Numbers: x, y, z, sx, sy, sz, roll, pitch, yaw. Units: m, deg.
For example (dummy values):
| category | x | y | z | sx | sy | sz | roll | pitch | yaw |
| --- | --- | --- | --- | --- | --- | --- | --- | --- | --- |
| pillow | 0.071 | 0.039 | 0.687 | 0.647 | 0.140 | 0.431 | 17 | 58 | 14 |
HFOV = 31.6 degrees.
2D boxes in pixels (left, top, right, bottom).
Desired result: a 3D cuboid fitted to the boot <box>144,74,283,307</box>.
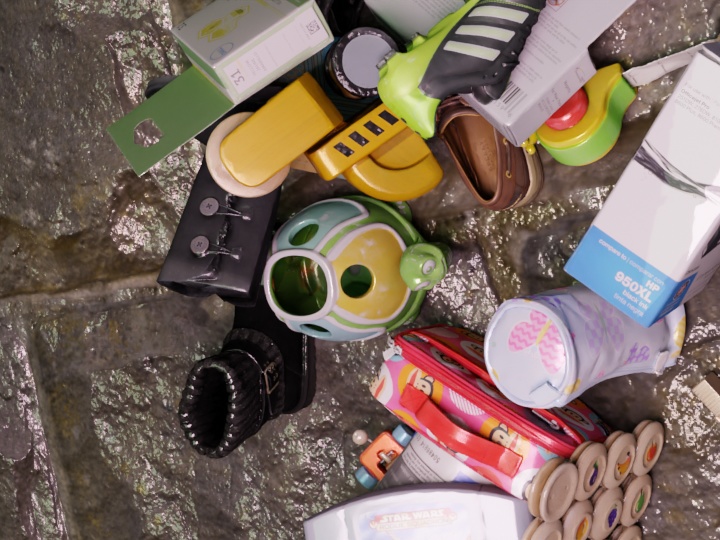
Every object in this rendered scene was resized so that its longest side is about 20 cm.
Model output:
| category | x | y | z | sx | sy | sz | roll | pitch | yaw |
| --- | --- | --- | --- | --- | --- | --- | --- | --- | --- |
| boot | -0.148 | -0.075 | 1.173 | 0.165 | 0.066 | 0.200 | 7 | 79 | 25 |

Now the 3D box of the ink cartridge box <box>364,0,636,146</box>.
| category | x | y | z | sx | sy | sz | roll | pitch | yaw |
| --- | --- | --- | --- | --- | --- | --- | --- | --- | --- |
| ink cartridge box | 0.126 | -0.228 | 1.066 | 0.174 | 0.044 | 0.200 | -43 | 60 | 1 |

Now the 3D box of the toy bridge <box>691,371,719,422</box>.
| category | x | y | z | sx | sy | sz | roll | pitch | yaw |
| --- | --- | --- | --- | --- | --- | --- | --- | --- | --- |
| toy bridge | 0.355 | 0.061 | 1.018 | 0.067 | 0.027 | 0.200 | 49 | 122 | 14 |

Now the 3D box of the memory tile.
| category | x | y | z | sx | sy | sz | roll | pitch | yaw |
| --- | --- | --- | --- | --- | --- | --- | --- | --- | --- |
| memory tile | 0.191 | 0.208 | 1.055 | 0.017 | 0.200 | 0.153 | 21 | 110 | 38 |

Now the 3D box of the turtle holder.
| category | x | y | z | sx | sy | sz | roll | pitch | yaw |
| --- | --- | --- | --- | --- | --- | --- | --- | --- | --- |
| turtle holder | -0.005 | 0.009 | 1.182 | 0.185 | 0.132 | 0.141 | 26 | 113 | 27 |

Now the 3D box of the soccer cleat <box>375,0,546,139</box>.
| category | x | y | z | sx | sy | sz | roll | pitch | yaw |
| --- | --- | --- | --- | --- | --- | --- | --- | --- | --- |
| soccer cleat | 0.103 | -0.183 | 1.003 | 0.200 | 0.068 | 0.081 | -39 | 94 | -7 |

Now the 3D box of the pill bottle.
| category | x | y | z | sx | sy | sz | roll | pitch | yaw |
| --- | --- | --- | --- | --- | --- | --- | --- | --- | --- |
| pill bottle | 0.050 | 0.243 | 1.160 | 0.114 | 0.114 | 0.200 | 38 | 98 | 21 |

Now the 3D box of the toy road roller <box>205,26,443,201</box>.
| category | x | y | z | sx | sy | sz | roll | pitch | yaw |
| --- | --- | --- | --- | --- | --- | --- | --- | --- | --- |
| toy road roller | -0.019 | -0.104 | 1.072 | 0.200 | 0.123 | 0.146 | -35 | 98 | -1 |

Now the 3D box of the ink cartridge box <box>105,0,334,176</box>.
| category | x | y | z | sx | sy | sz | roll | pitch | yaw |
| --- | --- | --- | --- | --- | --- | --- | --- | --- | --- |
| ink cartridge box | -0.134 | -0.175 | 1.094 | 0.048 | 0.200 | 0.146 | 59 | 173 | -30 |

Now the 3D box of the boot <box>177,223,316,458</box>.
| category | x | y | z | sx | sy | sz | roll | pitch | yaw |
| --- | --- | --- | --- | --- | --- | --- | --- | --- | --- |
| boot | -0.114 | 0.066 | 1.250 | 0.079 | 0.158 | 0.211 | -3 | 99 | 34 |

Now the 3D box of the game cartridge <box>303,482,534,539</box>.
| category | x | y | z | sx | sy | sz | roll | pitch | yaw |
| --- | --- | --- | --- | --- | --- | --- | --- | --- | --- |
| game cartridge | 0.053 | 0.250 | 1.084 | 0.200 | 0.042 | 0.133 | -9 | 93 | 13 |

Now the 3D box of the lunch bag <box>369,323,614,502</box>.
| category | x | y | z | sx | sy | sz | roll | pitch | yaw |
| --- | --- | --- | --- | --- | --- | --- | --- | --- | --- |
| lunch bag | 0.108 | 0.125 | 1.101 | 0.200 | 0.176 | 0.082 | 32 | 105 | 23 |

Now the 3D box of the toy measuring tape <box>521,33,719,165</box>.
| category | x | y | z | sx | sy | sz | roll | pitch | yaw |
| --- | --- | --- | --- | --- | --- | --- | --- | --- | --- |
| toy measuring tape | 0.213 | -0.132 | 1.044 | 0.200 | 0.074 | 0.074 | -16 | 91 | 31 |

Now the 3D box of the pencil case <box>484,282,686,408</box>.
| category | x | y | z | sx | sy | sz | roll | pitch | yaw |
| --- | --- | --- | --- | --- | --- | --- | --- | --- | --- |
| pencil case | 0.185 | 0.054 | 1.028 | 0.083 | 0.200 | 0.091 | -20 | 82 | 41 |

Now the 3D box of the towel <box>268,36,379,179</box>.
| category | x | y | z | sx | sy | sz | roll | pitch | yaw |
| --- | --- | --- | --- | --- | --- | --- | --- | --- | --- |
| towel | -0.054 | -0.158 | 1.202 | 0.200 | 0.022 | 0.147 | 12 | 126 | 21 |

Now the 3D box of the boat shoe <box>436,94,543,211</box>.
| category | x | y | z | sx | sy | sz | roll | pitch | yaw |
| --- | --- | --- | --- | --- | --- | --- | --- | --- | --- |
| boat shoe | 0.096 | -0.146 | 1.120 | 0.072 | 0.068 | 0.200 | -25 | 86 | 35 |

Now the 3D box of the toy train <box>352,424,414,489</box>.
| category | x | y | z | sx | sy | sz | roll | pitch | yaw |
| --- | --- | --- | --- | --- | --- | --- | --- | --- | --- |
| toy train | 0.017 | 0.255 | 1.254 | 0.150 | 0.056 | 0.200 | 39 | 99 | 10 |

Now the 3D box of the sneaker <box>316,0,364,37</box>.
| category | x | y | z | sx | sy | sz | roll | pitch | yaw |
| --- | --- | --- | --- | --- | --- | --- | --- | --- | --- |
| sneaker | -0.068 | -0.230 | 1.207 | 0.099 | 0.071 | 0.200 | 47 | 117 | 22 |

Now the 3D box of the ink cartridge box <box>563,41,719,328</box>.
| category | x | y | z | sx | sy | sz | roll | pitch | yaw |
| --- | --- | --- | --- | --- | --- | --- | --- | --- | --- |
| ink cartridge box | 0.262 | -0.070 | 0.979 | 0.084 | 0.145 | 0.200 | 38 | 119 | 20 |
